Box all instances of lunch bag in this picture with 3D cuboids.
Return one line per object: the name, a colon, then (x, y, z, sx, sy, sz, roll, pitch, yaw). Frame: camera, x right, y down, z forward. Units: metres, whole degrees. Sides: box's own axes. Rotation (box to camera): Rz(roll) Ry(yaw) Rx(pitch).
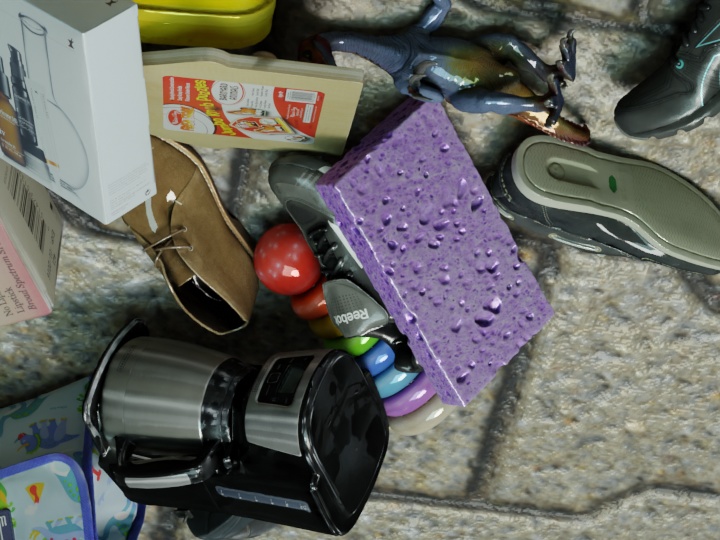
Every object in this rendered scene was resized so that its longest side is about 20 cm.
lunch bag: (-0.267, 0.198, 1.596, 0.169, 0.201, 0.128, -18, 129, 14)

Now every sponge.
sponge: (0.056, -0.014, 1.466, 0.030, 0.112, 0.200, 3, 129, 54)

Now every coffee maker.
coffee maker: (-0.084, 0.127, 1.563, 0.199, 0.135, 0.192, 7, 163, 26)

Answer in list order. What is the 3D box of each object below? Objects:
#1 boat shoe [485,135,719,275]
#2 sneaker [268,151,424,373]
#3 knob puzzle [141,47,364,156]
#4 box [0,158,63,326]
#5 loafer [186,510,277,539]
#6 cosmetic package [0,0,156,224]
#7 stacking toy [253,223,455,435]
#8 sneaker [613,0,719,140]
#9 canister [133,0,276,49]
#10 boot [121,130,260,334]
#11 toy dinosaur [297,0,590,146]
boat shoe: (0.188, -0.042, 1.506, 0.199, 0.072, 0.068, 18, 146, -19)
sneaker: (0.000, 0.000, 1.484, 0.200, 0.091, 0.066, 44, 146, -21)
knob puzzle: (-0.103, -0.124, 1.386, 0.218, 0.031, 0.220, 4, 168, 1)
box: (-0.331, -0.023, 1.465, 0.199, 0.109, 0.128, -15, 130, 10)
loafer: (-0.055, 0.159, 1.668, 0.200, 0.073, 0.072, -33, 146, 28)
cosmetic package: (-0.222, -0.139, 1.329, 0.200, 0.052, 0.151, 30, 138, 32)
stacking toy: (-0.006, 0.036, 1.558, 0.085, 0.086, 0.200, -35, 116, 24)
sneaker: (0.252, -0.166, 1.404, 0.200, 0.075, 0.079, -34, 110, 16)
canister: (-0.121, -0.251, 1.296, 0.148, 0.087, 0.201, 4, 129, -6)
boot: (-0.137, -0.033, 1.488, 0.073, 0.076, 0.200, -27, 125, 21)
toy dinosaur: (0.053, -0.129, 1.410, 0.181, 0.105, 0.200, 3, 144, 19)
